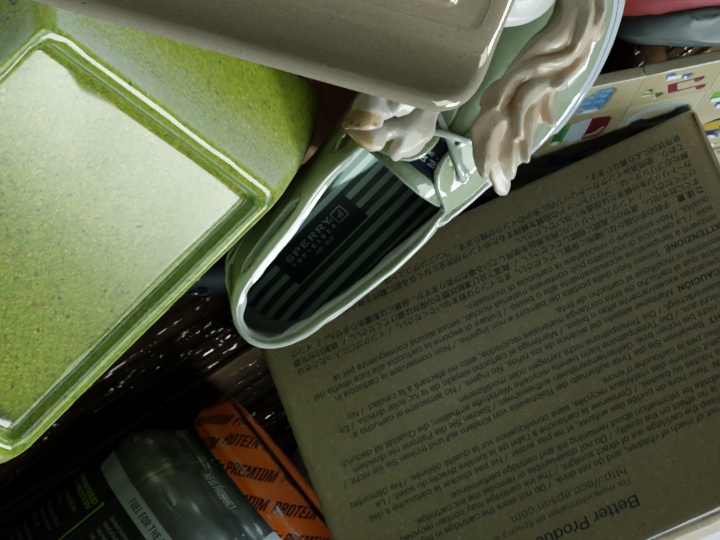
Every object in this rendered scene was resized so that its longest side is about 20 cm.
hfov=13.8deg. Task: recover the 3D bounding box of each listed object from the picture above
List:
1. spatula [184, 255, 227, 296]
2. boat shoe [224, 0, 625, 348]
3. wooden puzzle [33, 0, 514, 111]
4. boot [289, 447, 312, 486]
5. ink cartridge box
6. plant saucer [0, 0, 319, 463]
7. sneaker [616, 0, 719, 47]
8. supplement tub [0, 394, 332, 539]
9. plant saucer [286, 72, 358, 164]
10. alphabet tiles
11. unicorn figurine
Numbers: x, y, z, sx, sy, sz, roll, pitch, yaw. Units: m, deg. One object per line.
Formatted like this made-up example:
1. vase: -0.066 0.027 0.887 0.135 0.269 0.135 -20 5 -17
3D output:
1. spatula: 0.000 0.000 1.242 0.200 0.021 0.056 -1 160 -39
2. boat shoe: 0.025 -0.044 1.093 0.072 0.062 0.200 37 108 -13
3. wooden puzzle: -0.021 -0.162 0.920 0.185 0.046 0.200 15 121 -10
4. boot: 0.002 0.124 1.337 0.200 0.096 0.074 -47 149 12
5. ink cartridge box: 0.078 0.055 1.187 0.200 0.165 0.075 -24 155 6
6. plant saucer: -0.124 -0.019 1.036 0.200 0.048 0.200 -44 140 8
7. sneaker: 0.165 -0.153 1.180 0.200 0.074 0.087 -32 112 -30
8. supplement tub: -0.101 0.150 1.235 0.200 0.123 0.123 -39 149 1
9. plant saucer: 0.042 -0.113 1.137 0.200 0.032 0.200 -28 148 -19
10. alphabet tiles: 0.098 -0.051 1.211 0.200 0.006 0.166 -12 164 -10
11. unicorn figurine: 0.008 -0.127 1.018 0.137 0.074 0.200 -49 122 1
